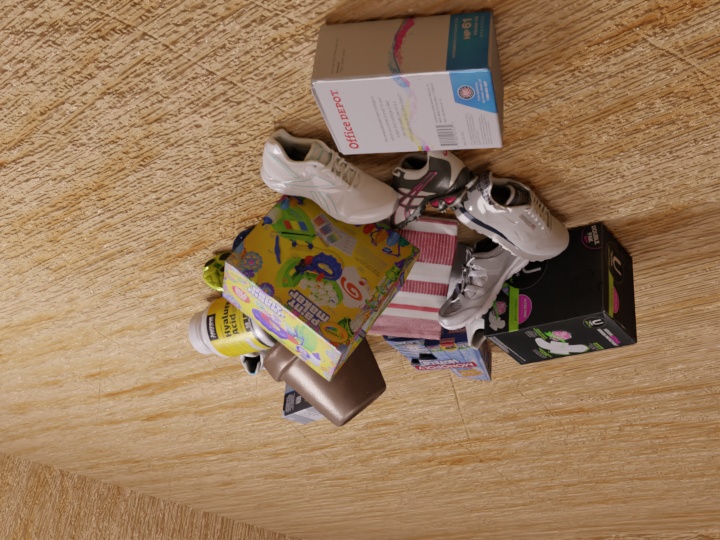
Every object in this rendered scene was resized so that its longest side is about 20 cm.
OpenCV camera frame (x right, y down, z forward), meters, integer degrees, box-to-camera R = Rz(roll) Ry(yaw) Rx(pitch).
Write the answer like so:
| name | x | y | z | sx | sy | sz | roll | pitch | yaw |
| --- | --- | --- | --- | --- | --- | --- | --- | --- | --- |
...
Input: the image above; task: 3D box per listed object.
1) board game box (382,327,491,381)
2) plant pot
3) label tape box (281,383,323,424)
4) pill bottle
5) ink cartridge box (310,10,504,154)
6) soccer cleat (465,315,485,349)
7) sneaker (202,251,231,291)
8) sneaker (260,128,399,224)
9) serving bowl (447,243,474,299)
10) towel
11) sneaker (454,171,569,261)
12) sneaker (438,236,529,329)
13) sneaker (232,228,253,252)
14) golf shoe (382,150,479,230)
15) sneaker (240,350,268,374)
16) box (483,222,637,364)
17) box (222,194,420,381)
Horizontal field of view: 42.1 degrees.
| name | x | y | z | sx | sy | sz | roll | pitch | yaw |
| --- | --- | --- | --- | --- | --- | --- | --- | --- | --- |
| board game box | 0.168 | 0.155 | 1.792 | 0.197 | 0.063 | 0.200 | -9 | 149 | 29 |
| plant pot | -0.047 | 0.173 | 1.650 | 0.199 | 0.176 | 0.200 | -37 | 170 | -7 |
| label tape box | -0.077 | 0.215 | 1.876 | 0.065 | 0.146 | 0.199 | 20 | 151 | -28 |
| pill bottle | -0.220 | 0.098 | 1.709 | 0.197 | 0.113 | 0.111 | -16 | 147 | 37 |
| ink cartridge box | 0.057 | -0.206 | 1.052 | 0.196 | 0.086 | 0.145 | -2 | 153 | 14 |
| soccer cleat | 0.256 | 0.079 | 1.587 | 0.068 | 0.087 | 0.198 | 26 | 148 | -35 |
| sneaker | -0.171 | 0.020 | 1.582 | 0.195 | 0.075 | 0.084 | 5 | 151 | 2 |
| sneaker | -0.042 | -0.123 | 1.233 | 0.197 | 0.071 | 0.081 | 20 | 146 | 7 |
| serving bowl | 0.136 | 0.028 | 1.535 | 0.196 | 0.067 | 0.201 | 6 | 155 | 3 |
| towel | 0.067 | 0.008 | 1.424 | 0.141 | 0.023 | 0.204 | 6 | 114 | -5 |
| sneaker | 0.224 | -0.075 | 1.301 | 0.197 | 0.078 | 0.080 | 19 | 142 | -28 |
| sneaker | 0.176 | -0.002 | 1.394 | 0.081 | 0.075 | 0.201 | 35 | 101 | -23 |
| sneaker | -0.105 | -0.034 | 1.470 | 0.197 | 0.072 | 0.078 | -2 | 157 | 32 |
| golf shoe | 0.071 | -0.116 | 1.273 | 0.198 | 0.078 | 0.088 | -20 | 117 | 48 |
| sneaker | -0.214 | 0.176 | 1.898 | 0.073 | 0.088 | 0.201 | 1 | 155 | 7 |
| box | 0.301 | 0.039 | 1.417 | 0.197 | 0.151 | 0.124 | -14 | 147 | 35 |
| box | -0.057 | 0.004 | 1.300 | 0.199 | 0.193 | 0.122 | 37 | 155 | 7 |
